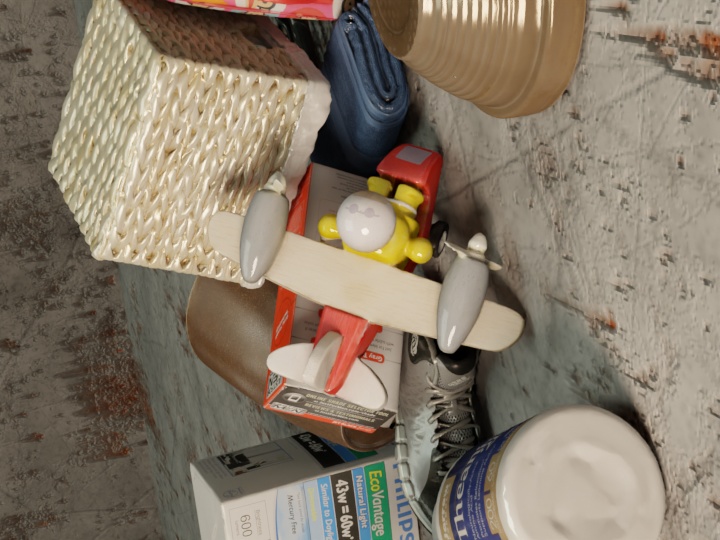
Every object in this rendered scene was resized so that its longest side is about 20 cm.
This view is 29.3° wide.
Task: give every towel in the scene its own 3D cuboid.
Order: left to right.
[{"bbox_3d":[-0.003,-0.137,1.204,0.200,0.048,0.113,119,136,-64],"label":"towel"}]

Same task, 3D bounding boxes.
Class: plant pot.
[{"bbox_3d":[-0.033,0.070,1.264,0.200,0.185,0.189,41,141,43],"label":"plant pot"},{"bbox_3d":[0.060,-0.196,0.894,0.201,0.091,0.204,169,90,-72],"label":"plant pot"}]

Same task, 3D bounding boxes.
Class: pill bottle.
[{"bbox_3d":[0.114,0.162,0.923,0.200,0.109,0.112,131,125,-68],"label":"pill bottle"}]

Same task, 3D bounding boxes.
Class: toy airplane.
[{"bbox_3d":[0.000,0.000,1.033,0.142,0.197,0.201,83,166,-58],"label":"toy airplane"}]

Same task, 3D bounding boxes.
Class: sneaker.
[{"bbox_3d":[0.069,0.116,1.104,0.116,0.074,0.202,121,136,-62],"label":"sneaker"}]

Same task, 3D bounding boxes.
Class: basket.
[{"bbox_3d":[-0.152,-0.123,1.182,0.198,0.159,0.202,51,125,50],"label":"basket"}]

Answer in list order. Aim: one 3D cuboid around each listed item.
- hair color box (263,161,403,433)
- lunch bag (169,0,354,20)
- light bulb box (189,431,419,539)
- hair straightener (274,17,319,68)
[{"bbox_3d":[-0.016,0.022,1.138,0.061,0.100,0.203,134,147,-57],"label":"hair color box"},{"bbox_3d":[-0.101,-0.261,1.174,0.176,0.197,0.083,-132,49,-58],"label":"lunch bag"},{"bbox_3d":[-0.049,0.275,1.367,0.125,0.197,0.201,-151,51,-65],"label":"light bulb box"},{"bbox_3d":[-0.061,-0.230,1.360,0.077,0.040,0.203,137,115,-70],"label":"hair straightener"}]
